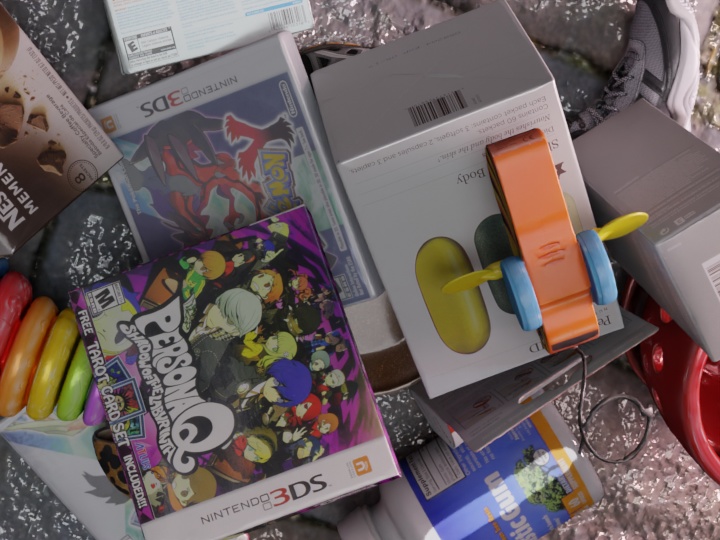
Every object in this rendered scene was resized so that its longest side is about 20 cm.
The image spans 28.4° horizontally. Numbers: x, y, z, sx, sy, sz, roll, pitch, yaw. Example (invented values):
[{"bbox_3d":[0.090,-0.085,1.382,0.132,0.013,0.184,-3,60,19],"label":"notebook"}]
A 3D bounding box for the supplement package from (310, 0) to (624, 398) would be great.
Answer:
[{"bbox_3d":[0.075,-0.051,0.999,0.151,0.151,0.201,-20,122,3],"label":"supplement package"}]

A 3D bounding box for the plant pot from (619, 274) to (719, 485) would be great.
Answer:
[{"bbox_3d":[0.309,0.056,1.108,0.199,0.183,0.202,-3,107,-10],"label":"plant pot"}]

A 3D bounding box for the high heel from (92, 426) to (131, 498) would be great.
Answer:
[{"bbox_3d":[-0.105,0.113,1.094,0.142,0.071,0.200,35,106,-17],"label":"high heel"}]

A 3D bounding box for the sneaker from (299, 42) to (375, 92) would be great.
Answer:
[{"bbox_3d":[0.012,-0.134,1.074,0.198,0.077,0.079,-12,107,-4],"label":"sneaker"}]

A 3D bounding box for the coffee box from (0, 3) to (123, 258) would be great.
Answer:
[{"bbox_3d":[-0.280,-0.120,1.015,0.113,0.080,0.200,-44,107,-22],"label":"coffee box"}]

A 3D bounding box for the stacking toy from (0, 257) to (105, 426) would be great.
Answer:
[{"bbox_3d":[-0.212,0.075,1.066,0.199,0.110,0.117,19,98,-5],"label":"stacking toy"}]

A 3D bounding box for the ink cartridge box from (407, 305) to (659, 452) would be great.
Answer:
[{"bbox_3d":[0.132,0.082,1.074,0.160,0.200,0.047,-33,104,-5],"label":"ink cartridge box"}]

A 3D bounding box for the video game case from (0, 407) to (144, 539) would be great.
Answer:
[{"bbox_3d":[-0.158,0.128,1.144,0.200,0.022,0.183,-38,106,2],"label":"video game case"}]

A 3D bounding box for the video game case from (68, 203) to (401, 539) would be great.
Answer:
[{"bbox_3d":[-0.088,0.078,0.985,0.180,0.036,0.201,-19,80,1],"label":"video game case"}]

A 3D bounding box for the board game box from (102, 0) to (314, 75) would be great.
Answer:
[{"bbox_3d":[-0.128,-0.259,1.029,0.146,0.064,0.201,-14,107,-6],"label":"board game box"}]

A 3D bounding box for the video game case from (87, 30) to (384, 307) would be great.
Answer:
[{"bbox_3d":[-0.095,-0.052,1.049,0.181,0.023,0.201,-16,99,28],"label":"video game case"}]

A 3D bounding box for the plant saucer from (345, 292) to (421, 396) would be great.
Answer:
[{"bbox_3d":[0.000,0.000,1.127,0.199,0.037,0.202,-2,104,-8],"label":"plant saucer"}]

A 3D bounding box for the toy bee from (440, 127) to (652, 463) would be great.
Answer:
[{"bbox_3d":[0.116,0.011,0.908,0.130,0.109,0.202,2,95,-2],"label":"toy bee"}]

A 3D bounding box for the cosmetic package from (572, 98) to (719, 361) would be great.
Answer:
[{"bbox_3d":[0.222,-0.035,1.000,0.090,0.200,0.107,-31,117,4],"label":"cosmetic package"}]

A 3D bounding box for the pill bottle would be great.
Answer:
[{"bbox_3d":[0.085,0.186,1.148,0.199,0.112,0.112,-33,106,0],"label":"pill bottle"}]

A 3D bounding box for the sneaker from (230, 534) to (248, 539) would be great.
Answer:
[{"bbox_3d":[-0.095,0.120,1.032,0.087,0.074,0.201,26,95,-12],"label":"sneaker"}]

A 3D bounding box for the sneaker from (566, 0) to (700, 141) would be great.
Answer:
[{"bbox_3d":[0.195,-0.126,1.102,0.113,0.076,0.202,-1,107,-11],"label":"sneaker"}]
